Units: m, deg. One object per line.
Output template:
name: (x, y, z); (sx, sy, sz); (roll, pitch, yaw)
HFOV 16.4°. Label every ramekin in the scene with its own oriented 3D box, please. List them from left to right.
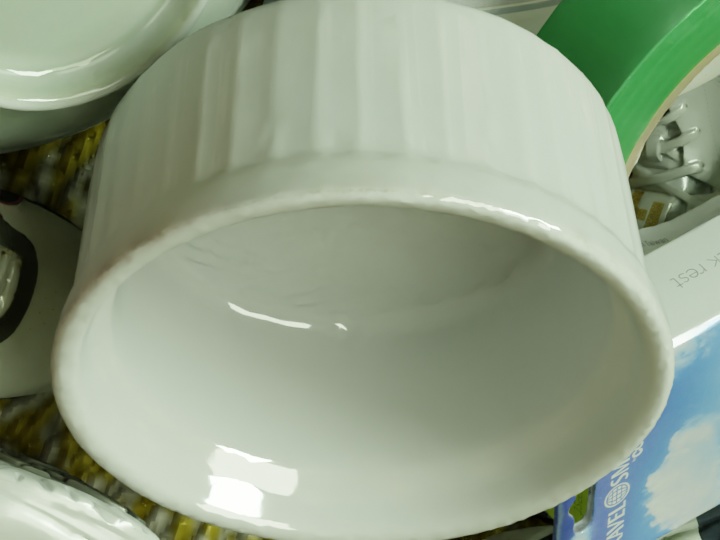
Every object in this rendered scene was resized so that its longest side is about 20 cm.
ramekin: (0.000, 0.000, 0.829); (0.200, 0.200, 0.098); (37, 39, -39)

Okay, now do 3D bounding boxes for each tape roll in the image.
tape roll: (0.141, -0.058, 0.950); (0.200, 0.048, 0.201); (-23, 139, -22)

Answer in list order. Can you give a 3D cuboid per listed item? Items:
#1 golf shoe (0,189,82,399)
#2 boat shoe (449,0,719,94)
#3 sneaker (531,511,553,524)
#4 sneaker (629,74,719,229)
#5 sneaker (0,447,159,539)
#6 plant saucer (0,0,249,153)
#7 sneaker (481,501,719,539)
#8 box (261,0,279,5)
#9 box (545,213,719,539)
golf shoe: (-0.143, 0.004, 0.820); (0.199, 0.088, 0.078); (19, 86, -42)
boat shoe: (0.060, -0.097, 0.961); (0.199, 0.069, 0.072); (-12, 153, -16)
sneaker: (0.056, 0.035, 1.017); (0.200, 0.077, 0.080); (44, 57, -45)
sneaker: (0.133, -0.057, 1.048); (0.200, 0.073, 0.116); (44, 69, -38)
sneaker: (-0.101, 0.135, 0.894); (0.200, 0.078, 0.100); (42, 76, -37)
plant saucer: (-0.100, -0.107, 0.796); (0.199, 0.050, 0.201); (-19, 137, -19)
sneaker: (0.138, 0.150, 0.981); (0.198, 0.130, 0.080); (-7, 128, -2)
box: (0.042, -0.175, 0.859); (0.040, 0.137, 0.200); (34, 62, 5)
box: (0.143, 0.034, 0.963); (0.199, 0.048, 0.122); (-27, 141, -20)
